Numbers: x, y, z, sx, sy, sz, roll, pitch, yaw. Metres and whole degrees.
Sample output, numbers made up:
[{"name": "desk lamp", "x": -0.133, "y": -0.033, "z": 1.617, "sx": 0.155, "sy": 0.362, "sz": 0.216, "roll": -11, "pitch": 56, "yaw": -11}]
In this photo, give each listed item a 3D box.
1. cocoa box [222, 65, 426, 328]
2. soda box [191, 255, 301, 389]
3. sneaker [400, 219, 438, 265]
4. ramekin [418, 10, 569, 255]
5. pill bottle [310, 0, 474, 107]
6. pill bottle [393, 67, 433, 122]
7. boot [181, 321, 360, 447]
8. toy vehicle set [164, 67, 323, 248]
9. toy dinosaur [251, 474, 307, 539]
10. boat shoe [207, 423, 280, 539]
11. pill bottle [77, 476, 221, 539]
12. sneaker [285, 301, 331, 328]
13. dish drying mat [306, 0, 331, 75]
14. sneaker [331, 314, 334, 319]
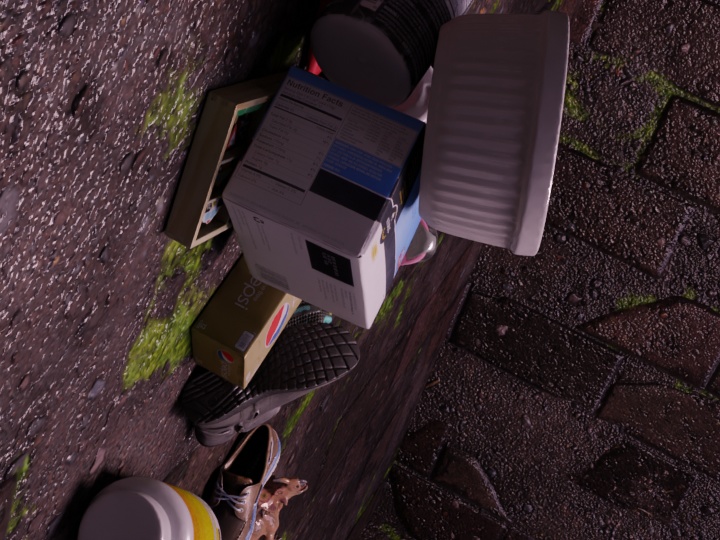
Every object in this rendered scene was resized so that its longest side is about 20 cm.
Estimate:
[{"name": "cocoa box", "x": -0.024, "y": -0.058, "z": 1.002, "sx": 0.200, "sy": 0.132, "sz": 0.133, "roll": 83, "pitch": 32, "yaw": -71}, {"name": "soda box", "x": -0.095, "y": 0.016, "z": 1.171, "sx": 0.201, "sy": 0.063, "sz": 0.068, "roll": -57, "pitch": 167, "yaw": -32}, {"name": "sneaker", "x": 0.039, "y": -0.048, "z": 1.329, "sx": 0.094, "sy": 0.199, "sz": 0.081, "roll": 9, "pitch": 96, "yaw": -34}, {"name": "ramekin", "x": 0.109, "y": -0.119, "z": 0.956, "sx": 0.200, "sy": 0.103, "sz": 0.204, "roll": 8, "pitch": 90, "yaw": -85}, {"name": "pill bottle", "x": 0.046, "y": -0.251, "z": 1.028, "sx": 0.201, "sy": 0.105, "sz": 0.107, "roll": -57, "pitch": 167, "yaw": -28}, {"name": "pill bottle", "x": 0.008, "y": -0.134, "z": 1.178, "sx": 0.112, "sy": 0.110, "sz": 0.201, "roll": -58, "pitch": 175, "yaw": -29}, {"name": "boot", "x": -0.095, "y": 0.123, "z": 1.231, "sx": 0.197, "sy": 0.071, "sz": 0.132, "roll": -18, "pitch": 160, "yaw": -4}, {"name": "toy vehicle set", "x": -0.096, "y": -0.103, "z": 0.987, "sx": 0.126, "sy": 0.026, "sz": 0.200, "roll": -69, "pitch": 169, "yaw": 21}, {"name": "toy dinosaur", "x": -0.164, "y": 0.351, "z": 1.587, "sx": 0.200, "sy": 0.086, "sz": 0.136, "roll": -45, "pitch": 154, "yaw": -13}, {"name": "boat shoe", "x": -0.163, "y": 0.285, "z": 1.472, "sx": 0.073, "sy": 0.071, "sz": 0.202, "roll": 90, "pitch": 18, "yaw": -58}, {"name": "pill bottle", "x": -0.201, "y": 0.256, "z": 1.084, "sx": 0.110, "sy": 0.108, "sz": 0.200, "roll": -62, "pitch": 169, "yaw": -12}, {"name": "sneaker", "x": -0.091, "y": 0.106, "z": 1.325, "sx": 0.078, "sy": 0.090, "sz": 0.202, "roll": -48, "pitch": 161, "yaw": -53}, {"name": "dish drying mat", "x": -0.014, "y": -0.273, "z": 1.026, "sx": 0.077, "sy": 0.018, "sz": 0.202, "roll": -52, "pitch": 164, "yaw": -47}, {"name": "sneaker", "x": -0.085, "y": 0.070, "z": 1.401, "sx": 0.082, "sy": 0.071, "sz": 0.203, "roll": -13, "pitch": 131, "yaw": -46}]
